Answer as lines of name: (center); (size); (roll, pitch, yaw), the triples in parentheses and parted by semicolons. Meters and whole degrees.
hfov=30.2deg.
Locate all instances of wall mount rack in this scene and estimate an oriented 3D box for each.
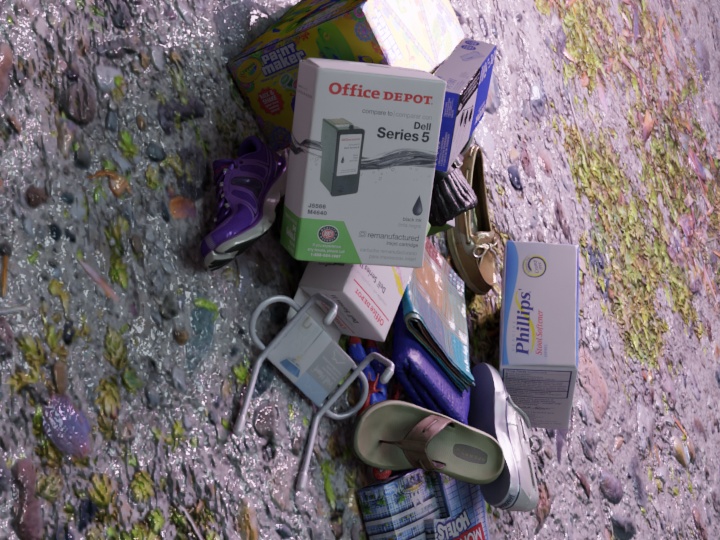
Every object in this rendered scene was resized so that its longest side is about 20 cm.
wall mount rack: (-0.059, 0.129, 1.451); (0.174, 0.074, 0.200); (-49, 125, -8)

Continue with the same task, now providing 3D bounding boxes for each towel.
towel: (0.083, 0.100, 1.653); (0.148, 0.049, 0.201); (50, 25, -26)
towel: (0.094, 0.036, 1.655); (0.147, 0.022, 0.202); (49, 25, -32)

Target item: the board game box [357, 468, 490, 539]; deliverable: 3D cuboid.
board game box: (0.095, 0.331, 1.595); (0.199, 0.061, 0.203); (-13, 87, -56)

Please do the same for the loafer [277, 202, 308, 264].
loafer: (-0.043, -0.096, 1.578); (0.063, 0.071, 0.202); (64, 38, -43)

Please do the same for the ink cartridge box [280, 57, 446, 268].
ink cartridge box: (0.001, -0.113, 1.407); (0.143, 0.084, 0.203); (3, 103, -15)

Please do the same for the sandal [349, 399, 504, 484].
sandal: (0.083, 0.197, 1.532); (0.198, 0.057, 0.081); (13, 81, -19)

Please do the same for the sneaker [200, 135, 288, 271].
sneaker: (-0.137, -0.075, 1.436); (0.083, 0.080, 0.201); (45, 33, -17)

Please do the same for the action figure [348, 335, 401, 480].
action figure: (0.017, 0.145, 1.575); (0.065, 0.051, 0.203); (20, 63, -56)

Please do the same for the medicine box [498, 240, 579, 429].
medicine box: (0.236, 0.089, 1.784); (0.201, 0.101, 0.185); (83, 11, -61)

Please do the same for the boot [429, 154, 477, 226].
boot: (0.072, -0.128, 1.613); (0.210, 0.079, 0.160); (-21, 94, -62)

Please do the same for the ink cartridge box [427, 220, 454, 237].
ink cartridge box: (0.042, -0.125, 1.705); (0.199, 0.059, 0.105); (25, 56, -48)

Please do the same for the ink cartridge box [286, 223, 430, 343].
ink cartridge box: (0.000, 0.000, 1.531); (0.117, 0.067, 0.202); (49, 57, -48)

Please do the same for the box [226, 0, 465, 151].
box: (-0.014, -0.258, 1.555); (0.123, 0.198, 0.193); (61, 37, -18)

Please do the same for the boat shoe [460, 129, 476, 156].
boat shoe: (0.102, -0.204, 1.765); (0.056, 0.068, 0.201); (19, 20, -17)

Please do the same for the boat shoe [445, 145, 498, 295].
boat shoe: (0.159, -0.069, 1.847); (0.073, 0.062, 0.204); (2, 75, -54)

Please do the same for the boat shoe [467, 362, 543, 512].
boat shoe: (0.184, 0.208, 1.646); (0.085, 0.075, 0.204); (23, 37, -32)

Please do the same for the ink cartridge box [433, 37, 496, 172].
ink cartridge box: (0.110, -0.195, 1.544); (0.200, 0.044, 0.095); (-55, 156, -61)
